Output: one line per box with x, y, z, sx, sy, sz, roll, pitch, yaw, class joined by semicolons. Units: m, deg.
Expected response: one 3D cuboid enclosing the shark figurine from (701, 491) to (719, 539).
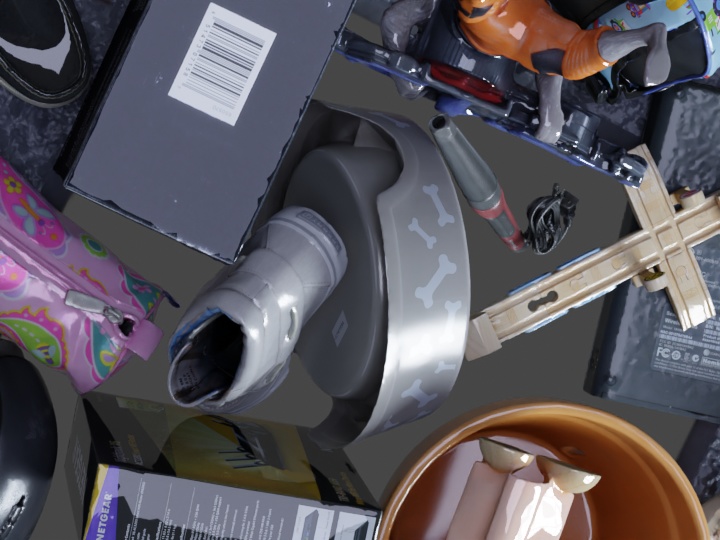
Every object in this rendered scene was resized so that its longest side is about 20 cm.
0.319;0.134;1.612;0.214;0.090;0.128;12;137;-4;shark figurine

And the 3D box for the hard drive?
0.227;-0.008;1.608;0.139;0.033;0.200;13;93;-11;hard drive

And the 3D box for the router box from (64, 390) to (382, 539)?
-0.082;0.122;1.483;0.157;0.200;0.052;10;97;-11;router box

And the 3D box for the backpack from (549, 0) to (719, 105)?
0.166;-0.196;1.492;0.134;0.200;0.183;-36;97;-8;backpack

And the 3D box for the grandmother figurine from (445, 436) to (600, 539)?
0.060;0.195;1.447;0.121;0.061;0.200;17;90;-2;grandmother figurine

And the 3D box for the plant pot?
0.092;0.168;1.548;0.200;0.140;0.200;-1;95;-10;plant pot

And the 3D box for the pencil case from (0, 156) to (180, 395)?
-0.204;-0.012;1.508;0.200;0.087;0.087;39;88;-10;pencil case

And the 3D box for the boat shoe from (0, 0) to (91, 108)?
-0.218;-0.180;1.500;0.072;0.068;0.200;-31;101;-7;boat shoe

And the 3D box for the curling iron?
0.077;-0.053;1.516;0.050;0.200;0.026;-49;60;3;curling iron

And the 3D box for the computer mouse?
-0.200;0.157;1.517;0.140;0.046;0.200;32;77;-51;computer mouse

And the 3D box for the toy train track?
0.148;0.000;1.557;0.200;0.033;0.115;-26;101;-9;toy train track

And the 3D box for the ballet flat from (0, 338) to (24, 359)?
-0.240;0.135;1.536;0.067;0.046;0.200;8;96;-54;ballet flat

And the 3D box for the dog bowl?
0.000;0.000;1.494;0.059;0.200;0.200;-5;96;-23;dog bowl

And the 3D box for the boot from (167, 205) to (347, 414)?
-0.081;0.043;1.473;0.074;0.200;0.096;41;54;7;boot

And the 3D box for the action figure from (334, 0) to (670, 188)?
0.100;-0.126;1.442;0.200;0.193;0.105;25;75;-23;action figure

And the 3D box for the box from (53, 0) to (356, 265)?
-0.083;-0.119;1.469;0.104;0.182;0.200;25;92;-11;box
